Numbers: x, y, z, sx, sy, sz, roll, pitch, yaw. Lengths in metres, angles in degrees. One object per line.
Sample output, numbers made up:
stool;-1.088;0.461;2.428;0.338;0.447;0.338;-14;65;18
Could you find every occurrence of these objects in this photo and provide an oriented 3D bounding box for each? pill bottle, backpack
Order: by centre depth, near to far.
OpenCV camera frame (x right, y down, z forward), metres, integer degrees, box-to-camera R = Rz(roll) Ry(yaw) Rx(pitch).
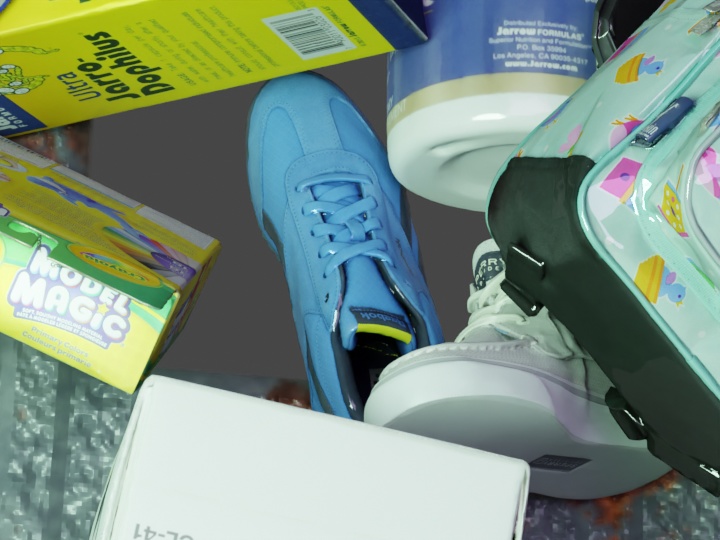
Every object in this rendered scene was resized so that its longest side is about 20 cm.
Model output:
backpack;0.173;-0.034;1.144;0.176;0.153;0.200;49;65;-16
pill bottle;0.066;-0.135;1.289;0.111;0.111;0.201;4;70;-8

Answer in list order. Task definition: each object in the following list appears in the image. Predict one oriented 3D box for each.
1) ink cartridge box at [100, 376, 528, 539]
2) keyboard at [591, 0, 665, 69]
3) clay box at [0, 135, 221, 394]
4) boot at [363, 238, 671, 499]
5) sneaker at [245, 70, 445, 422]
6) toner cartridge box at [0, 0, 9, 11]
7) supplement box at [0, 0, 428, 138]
ink cartridge box;-0.029;0.117;1.131;0.147;0.200;0.086;13;71;-6
keyboard;0.139;-0.098;1.279;0.127;0.021;0.200;64;30;-23
clay box;-0.122;-0.005;1.168;0.115;0.200;0.048;25;98;0
boot;0.055;0.033;1.208;0.073;0.200;0.096;-27;67;24
sneaker;0.000;0.000;1.251;0.066;0.078;0.201;-11;72;-11
toner cartridge box;-0.199;-0.181;1.193;0.200;0.043;0.095;43;93;26
supplement box;-0.086;-0.138;1.224;0.199;0.110;0.109;-12;71;16
